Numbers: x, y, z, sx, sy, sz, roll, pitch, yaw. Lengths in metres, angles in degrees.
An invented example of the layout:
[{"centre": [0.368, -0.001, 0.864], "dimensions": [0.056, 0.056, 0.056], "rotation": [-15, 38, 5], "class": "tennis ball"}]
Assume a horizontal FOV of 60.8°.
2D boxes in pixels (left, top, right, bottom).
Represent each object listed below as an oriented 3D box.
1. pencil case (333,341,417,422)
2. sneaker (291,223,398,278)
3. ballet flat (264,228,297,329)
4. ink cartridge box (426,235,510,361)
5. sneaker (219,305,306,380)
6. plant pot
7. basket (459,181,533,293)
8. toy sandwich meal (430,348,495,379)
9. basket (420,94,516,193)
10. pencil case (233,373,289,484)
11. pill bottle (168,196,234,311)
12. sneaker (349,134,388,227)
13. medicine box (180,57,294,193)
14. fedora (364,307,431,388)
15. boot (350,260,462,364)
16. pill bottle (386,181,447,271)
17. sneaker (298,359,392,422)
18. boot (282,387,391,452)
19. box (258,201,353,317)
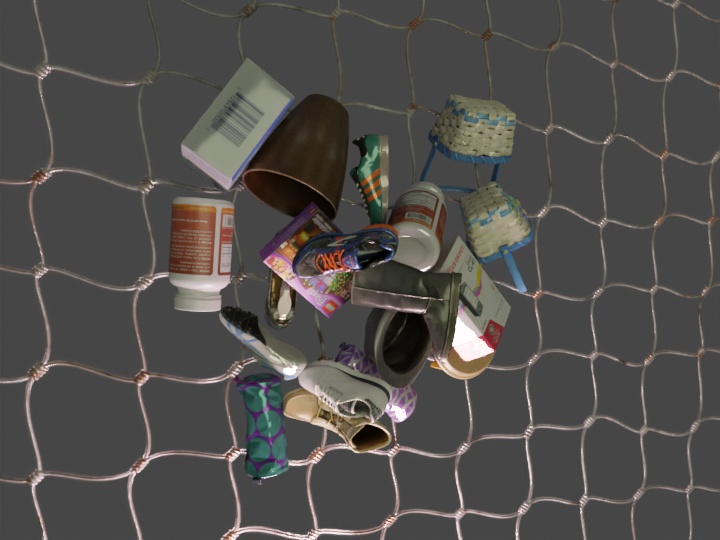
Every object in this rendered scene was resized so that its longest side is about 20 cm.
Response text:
[{"centre": [0.026, 0.237, 1.277], "dimensions": [0.200, 0.084, 0.085], "rotation": [38, 120, -16], "class": "pencil case"}, {"centre": [-0.026, -0.030, 1.078], "dimensions": [0.199, 0.079, 0.076], "rotation": [-18, 113, 2], "class": "sneaker"}, {"centre": [-0.146, 0.019, 1.203], "dimensions": [0.072, 0.072, 0.202], "rotation": [6, 92, -20], "class": "ballet flat"}, {"centre": [0.202, 0.056, 1.230], "dimensions": [0.200, 0.085, 0.148], "rotation": [52, 42, -16], "class": "ink cartridge box"}, {"centre": [-0.198, 0.145, 1.198], "dimensions": [0.200, 0.072, 0.073], "rotation": [39, 113, -10], "class": "sneaker"}, {"centre": [-0.099, -0.223, 1.159], "dimensions": [0.186, 0.187, 0.201], "rotation": [26, 72, -19], "class": "plant pot"}, {"centre": [0.293, -0.068, 1.287], "dimensions": [0.138, 0.177, 0.201], "rotation": [-21, 120, 10], "class": "basket"}, {"centre": [0.213, 0.142, 1.346], "dimensions": [0.204, 0.070, 0.207], "rotation": [1, 88, -30], "class": "toy sandwich meal"}, {"centre": [0.230, -0.255, 1.286], "dimensions": [0.175, 0.139, 0.201], "rotation": [1, 120, -23], "class": "basket"}, {"centre": [-0.193, 0.303, 1.199], "dimensions": [0.092, 0.085, 0.202], "rotation": [-3, 95, 4], "class": "pencil case"}, {"centre": [-0.293, -0.030, 1.124], "dimensions": [0.111, 0.112, 0.202], "rotation": [4, 93, -20], "class": "pill bottle"}, {"centre": [0.017, -0.175, 1.254], "dimensions": [0.079, 0.071, 0.202], "rotation": [0, 100, 0], "class": "sneaker"}, {"centre": [-0.222, -0.246, 1.085], "dimensions": [0.103, 0.200, 0.183], "rotation": [37, 82, -13], "class": "medicine box"}, {"centre": [0.068, 0.128, 1.238], "dimensions": [0.177, 0.090, 0.201], "rotation": [36, 73, -42], "class": "fedora"}, {"centre": [0.078, 0.068, 1.125], "dimensions": [0.198, 0.073, 0.183], "rotation": [7, 87, 8], "class": "boot"}, {"centre": [0.112, -0.092, 1.213], "dimensions": [0.111, 0.200, 0.113], "rotation": [8, 126, 11], "class": "pill bottle"}, {"centre": [-0.041, 0.234, 1.184], "dimensions": [0.081, 0.199, 0.077], "rotation": [-53, 143, -44], "class": "sneaker"}, {"centre": [-0.050, 0.295, 1.210], "dimensions": [0.199, 0.155, 0.073], "rotation": [15, 96, -21], "class": "boot"}, {"centre": [-0.074, -0.015, 1.155], "dimensions": [0.137, 0.039, 0.200], "rotation": [-42, 128, 5], "class": "box"}]
